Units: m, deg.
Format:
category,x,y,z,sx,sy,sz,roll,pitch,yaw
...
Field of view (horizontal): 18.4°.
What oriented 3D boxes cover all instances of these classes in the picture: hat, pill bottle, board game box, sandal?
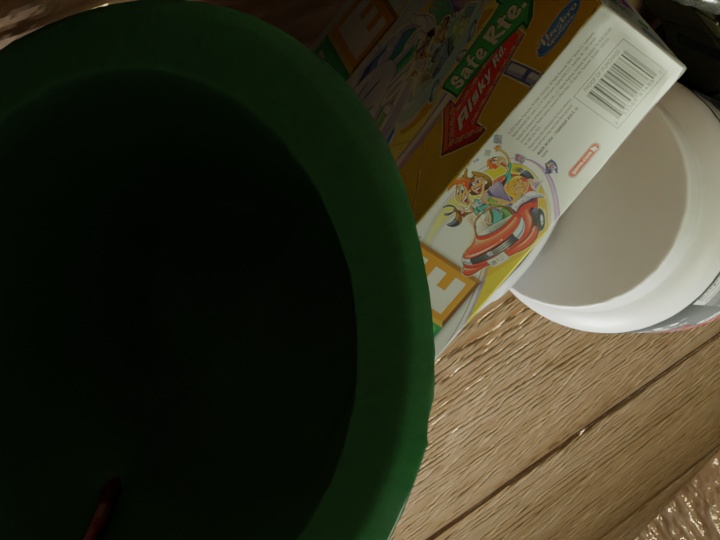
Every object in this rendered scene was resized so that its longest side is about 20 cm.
category,x,y,z,sx,sy,sz,roll,pitch,yaw
hat,-0.024,0.026,0.595,0.165,0.200,0.176,-29,156,19
pill bottle,0.115,-0.030,0.975,0.116,0.116,0.200,-46,166,12
board game box,-0.002,-0.018,0.659,0.200,0.034,0.135,-50,-153,14
sandal,0.165,-0.115,0.986,0.055,0.082,0.200,-63,161,-7

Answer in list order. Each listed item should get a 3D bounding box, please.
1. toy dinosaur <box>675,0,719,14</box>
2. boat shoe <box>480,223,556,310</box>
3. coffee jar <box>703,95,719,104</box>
category,x,y,z,sx,sy,sz,roll,pitch,yaw
toy dinosaur,0.077,-0.108,0.599,0.077,0.200,0.102,-33,-155,4
boat shoe,0.000,0.000,0.851,0.200,0.071,0.070,-36,169,-2
coffee jar,0.262,-0.098,1.095,0.200,0.104,0.085,-32,157,13
